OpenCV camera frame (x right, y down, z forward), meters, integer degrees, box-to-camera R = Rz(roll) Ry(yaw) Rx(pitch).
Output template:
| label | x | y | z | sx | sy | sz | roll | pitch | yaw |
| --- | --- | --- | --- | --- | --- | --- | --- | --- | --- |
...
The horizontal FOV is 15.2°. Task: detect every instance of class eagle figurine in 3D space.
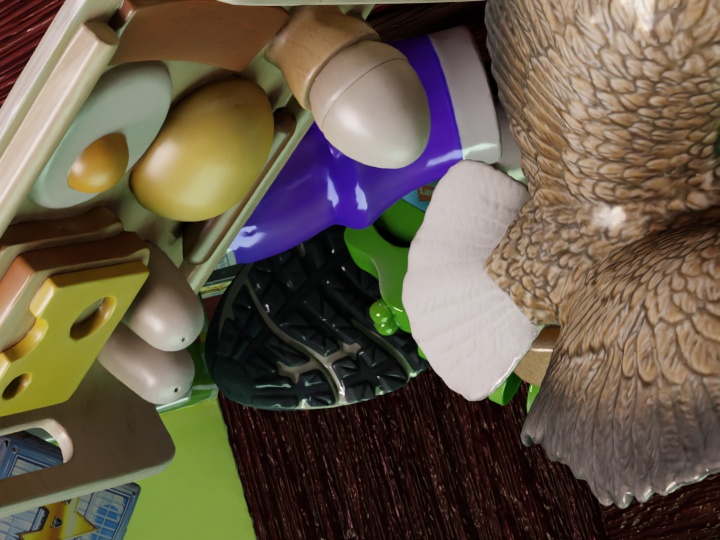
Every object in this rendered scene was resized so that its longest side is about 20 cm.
| label | x | y | z | sx | sy | sz | roll | pitch | yaw |
| --- | --- | --- | --- | --- | --- | --- | --- | --- | --- |
| eagle figurine | 0.084 | -0.018 | 0.716 | 0.151 | 0.151 | 0.200 | -53 | 162 | -1 |

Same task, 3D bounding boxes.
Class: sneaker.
| label | x | y | z | sx | sy | sz | roll | pitch | yaw |
| --- | --- | --- | --- | --- | --- | --- | --- | --- | --- |
| sneaker | 0.000 | 0.000 | 1.077 | 0.086 | 0.078 | 0.200 | -27 | -169 | 48 |

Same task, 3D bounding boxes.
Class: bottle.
| label | x | y | z | sx | sy | sz | roll | pitch | yaw |
| --- | --- | --- | --- | --- | --- | --- | --- | --- | --- |
| bottle | -0.054 | -0.032 | 0.880 | 0.199 | 0.066 | 0.084 | -16 | -170 | -3 |

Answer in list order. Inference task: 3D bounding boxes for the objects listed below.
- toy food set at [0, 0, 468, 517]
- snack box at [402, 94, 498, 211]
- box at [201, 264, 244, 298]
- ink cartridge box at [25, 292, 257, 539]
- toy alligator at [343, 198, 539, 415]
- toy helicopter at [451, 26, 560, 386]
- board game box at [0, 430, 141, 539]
| label | x | y | z | sx | sy | sz | roll | pitch | yaw |
| --- | --- | --- | --- | --- | --- | --- | --- | --- | --- |
| toy food set | -0.051 | -0.008 | 0.760 | 0.143 | 0.060 | 0.200 | -11 | 141 | -57 |
| snack box | 0.125 | -0.032 | 1.002 | 0.199 | 0.037 | 0.116 | 16 | -141 | 40 |
| box | -0.133 | 0.006 | 1.293 | 0.199 | 0.038 | 0.137 | -13 | 178 | -17 |
| ink cartridge box | -0.124 | 0.066 | 1.019 | 0.147 | 0.201 | 0.076 | -16 | 176 | 5 |
| toy alligator | 0.032 | 0.011 | 0.973 | 0.199 | 0.054 | 0.059 | 23 | 166 | 14 |
| toy helicopter | 0.079 | -0.032 | 0.909 | 0.131 | 0.079 | 0.200 | 1 | -142 | 22 |
| board game box | -0.181 | 0.057 | 0.883 | 0.199 | 0.062 | 0.200 | 22 | 178 | 8 |
